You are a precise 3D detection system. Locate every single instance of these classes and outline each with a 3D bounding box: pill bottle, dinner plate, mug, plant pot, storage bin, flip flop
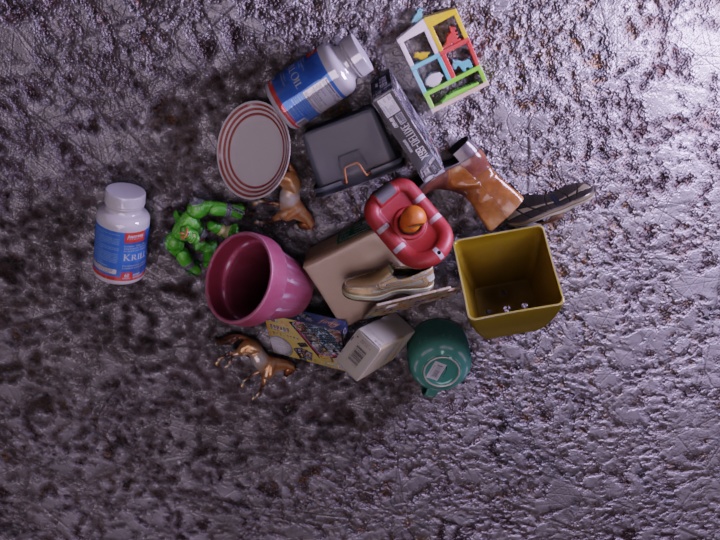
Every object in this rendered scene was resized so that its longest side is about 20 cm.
[{"bbox_3d":[-0.514,-0.081,1.680,0.112,0.112,0.201,10,118,-6],"label":"pill bottle"},{"bbox_3d":[-0.216,-0.246,1.597,0.200,0.024,0.201,1,92,35],"label":"dinner plate"},{"bbox_3d":[0.193,0.222,1.859,0.152,0.115,0.185,-20,116,9],"label":"mug"},{"bbox_3d":[0.322,0.044,1.717,0.199,0.201,0.177,-10,149,4],"label":"plant pot"},{"bbox_3d":[-0.024,-0.248,1.600,0.199,0.146,0.135,-20,107,9],"label":"storage bin"},{"bbox_3d":[0.413,-0.135,1.701,0.199,0.081,0.058,-19,131,3],"label":"flip flop"},{"bbox_3d":[-0.079,-0.377,1.537,0.200,0.112,0.112,-31,114,14],"label":"pill bottle"},{"bbox_3d":[-0.207,0.028,1.697,0.200,0.200,0.179,-46,148,21],"label":"plant pot"}]

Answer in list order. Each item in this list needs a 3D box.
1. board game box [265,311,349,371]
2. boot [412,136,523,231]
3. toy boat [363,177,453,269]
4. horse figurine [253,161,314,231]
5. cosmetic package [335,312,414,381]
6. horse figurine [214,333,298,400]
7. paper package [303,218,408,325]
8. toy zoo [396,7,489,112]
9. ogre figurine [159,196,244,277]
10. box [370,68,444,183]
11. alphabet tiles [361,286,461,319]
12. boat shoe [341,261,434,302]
[{"bbox_3d":[-0.120,0.155,1.804,0.199,0.035,0.136,12,134,21],"label":"board game box"},{"bbox_3d":[0.224,-0.162,1.689,0.188,0.069,0.200,-42,112,8],"label":"boot"},{"bbox_3d":[0.103,-0.098,1.587,0.130,0.131,0.200,-41,89,-6],"label":"toy boat"},{"bbox_3d":[-0.171,-0.168,1.675,0.132,0.050,0.201,3,122,7],"label":"horse figurine"},{"bbox_3d":[0.036,0.170,1.778,0.073,0.200,0.104,42,114,15],"label":"cosmetic package"},{"bbox_3d":[-0.262,0.219,1.884,0.132,0.050,0.200,-40,106,5],"label":"horse figurine"},{"bbox_3d":[0.000,0.000,1.745,0.200,0.104,0.191,-25,116,13],"label":"paper package"},{"bbox_3d":[0.159,-0.433,1.561,0.131,0.020,0.200,-24,116,12],"label":"toy zoo"},{"bbox_3d":[-0.354,-0.082,1.705,0.120,0.098,0.200,27,132,-34],"label":"ogre figurine"},{"bbox_3d":[0.093,-0.292,1.559,0.050,0.158,0.200,-30,115,14],"label":"box"},{"bbox_3d":[0.112,0.068,1.685,0.199,0.167,0.008,-12,79,-13],"label":"alphabet tiles"},{"bbox_3d":[0.058,0.014,1.653,0.199,0.072,0.076,-8,131,-9],"label":"boat shoe"}]
